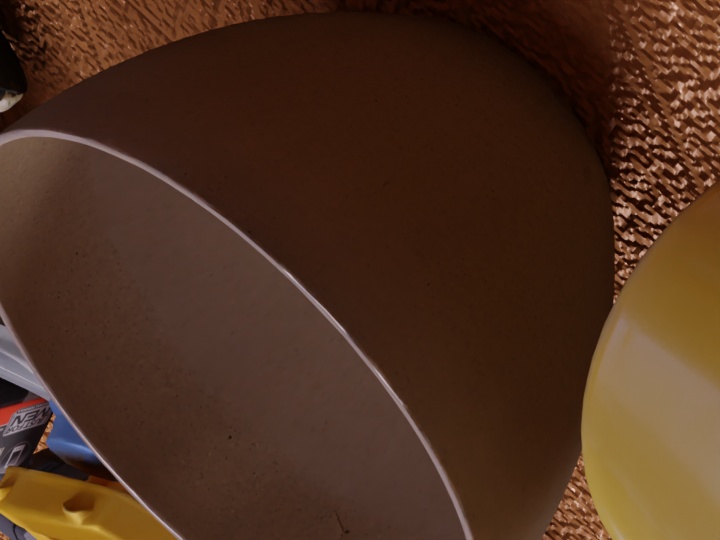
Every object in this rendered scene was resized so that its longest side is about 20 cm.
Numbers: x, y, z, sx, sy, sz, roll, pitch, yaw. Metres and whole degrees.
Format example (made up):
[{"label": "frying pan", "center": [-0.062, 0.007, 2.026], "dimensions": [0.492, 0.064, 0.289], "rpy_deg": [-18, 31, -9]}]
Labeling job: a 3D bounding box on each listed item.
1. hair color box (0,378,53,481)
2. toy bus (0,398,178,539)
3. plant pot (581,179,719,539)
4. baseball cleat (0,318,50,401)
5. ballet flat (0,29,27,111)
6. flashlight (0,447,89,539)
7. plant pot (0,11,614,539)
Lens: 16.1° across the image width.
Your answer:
[{"label": "hair color box", "center": [-0.239, 0.022, 1.140], "dimensions": [0.200, 0.101, 0.061], "rpy_deg": [41, 120, 21]}, {"label": "toy bus", "center": [-0.064, 0.087, 0.917], "dimensions": [0.136, 0.192, 0.200], "rpy_deg": [7, 132, 53]}, {"label": "plant pot", "center": [0.156, 0.059, 0.588], "dimensions": [0.189, 0.201, 0.201], "rpy_deg": [37, 156, 53]}, {"label": "baseball cleat", "center": [-0.139, 0.035, 1.086], "dimensions": [0.200, 0.070, 0.106], "rpy_deg": [25, 152, 41]}, {"label": "ballet flat", "center": [-0.199, -0.096, 0.917], "dimensions": [0.200, 0.057, 0.066], "rpy_deg": [21, -146, -49]}, {"label": "flashlight", "center": [-0.094, 0.112, 1.107], "dimensions": [0.068, 0.068, 0.200], "rpy_deg": [26, 177, -26]}, {"label": "plant pot", "center": [0.000, 0.000, 0.769], "dimensions": [0.200, 0.134, 0.200], "rpy_deg": [35, 151, 23]}]
